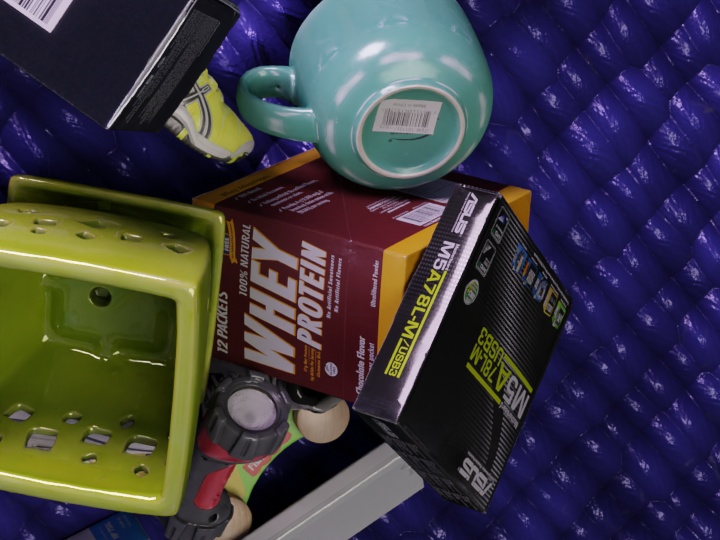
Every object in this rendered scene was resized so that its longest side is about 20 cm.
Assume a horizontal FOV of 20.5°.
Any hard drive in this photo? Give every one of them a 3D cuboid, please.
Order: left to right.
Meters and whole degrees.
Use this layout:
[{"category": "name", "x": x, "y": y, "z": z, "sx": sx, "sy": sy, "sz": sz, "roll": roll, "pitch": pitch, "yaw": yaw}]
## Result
[{"category": "hard drive", "x": -0.034, "y": 0.224, "z": 1.777, "sx": 0.200, "sy": 0.026, "sz": 0.132, "roll": -33, "pitch": 159, "yaw": -9}]

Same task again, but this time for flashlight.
[{"category": "flashlight", "x": -0.111, "y": 0.160, "z": 1.610, "sx": 0.068, "sy": 0.068, "sz": 0.200, "roll": -17, "pitch": 152, "yaw": -29}]

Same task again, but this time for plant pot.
[{"category": "plant pot", "x": -0.204, "y": 0.043, "z": 1.494, "sx": 0.199, "sy": 0.182, "sz": 0.200, "roll": 10, "pitch": 117, "yaw": 4}]

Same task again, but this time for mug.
[{"category": "mug", "x": 0.015, "y": -0.131, "z": 1.566, "sx": 0.185, "sy": 0.115, "sz": 0.152, "roll": -35, "pitch": 128, "yaw": 13}]

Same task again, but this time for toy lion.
[{"category": "toy lion", "x": -0.139, "y": 0.129, "z": 1.715, "sx": 0.200, "sy": 0.069, "sz": 0.192, "roll": -46, "pitch": 114, "yaw": -2}]

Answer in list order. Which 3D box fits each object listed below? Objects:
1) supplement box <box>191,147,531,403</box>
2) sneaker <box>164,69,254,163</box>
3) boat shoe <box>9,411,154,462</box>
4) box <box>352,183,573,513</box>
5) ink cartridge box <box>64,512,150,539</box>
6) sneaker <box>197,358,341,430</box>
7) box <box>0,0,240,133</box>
[{"category": "supplement box", "x": 0.000, "y": 0.000, "z": 1.599, "sx": 0.197, "sy": 0.200, "sz": 0.133, "roll": -27, "pitch": 126, "yaw": -52}, {"category": "sneaker", "x": -0.148, "y": -0.160, "z": 1.577, "sx": 0.076, "sy": 0.075, "sz": 0.200, "roll": -48, "pitch": 123, "yaw": 2}, {"category": "boat shoe", "x": -0.238, "y": 0.127, "z": 1.623, "sx": 0.199, "sy": 0.072, "sz": 0.066, "roll": 7, "pitch": 125, "yaw": 3}, {"category": "box", "x": 0.084, "y": 0.063, "z": 1.523, "sx": 0.194, "sy": 0.047, "sz": 0.200, "roll": -67, "pitch": 149, "yaw": -18}, {"category": "ink cartridge box", "x": -0.262, "y": 0.308, "z": 1.723, "sx": 0.200, "sy": 0.067, "sz": 0.116, "roll": -26, "pitch": 119, "yaw": -14}, {"category": "sneaker", "x": -0.087, "y": 0.094, "z": 1.636, "sx": 0.199, "sy": 0.115, "sz": 0.075, "roll": -19, "pitch": 100, "yaw": -13}, {"category": "box", "x": -0.208, "y": -0.202, "z": 1.418, "sx": 0.200, "sy": 0.197, "sz": 0.124, "roll": 35, "pitch": 96, "yaw": 2}]
